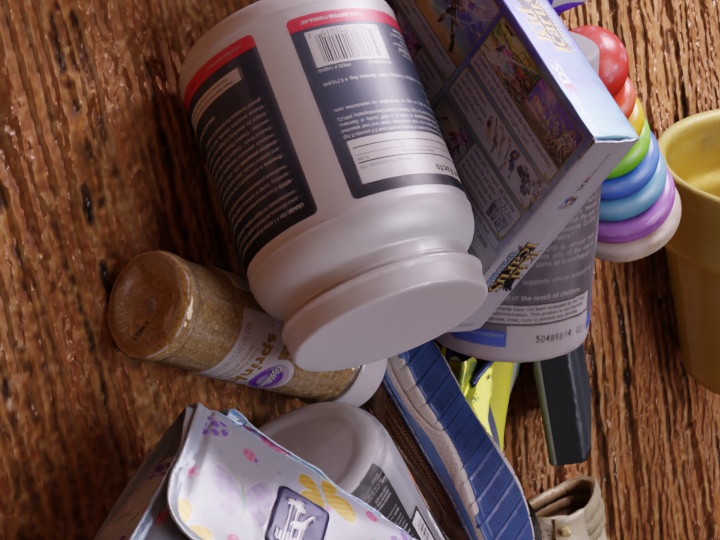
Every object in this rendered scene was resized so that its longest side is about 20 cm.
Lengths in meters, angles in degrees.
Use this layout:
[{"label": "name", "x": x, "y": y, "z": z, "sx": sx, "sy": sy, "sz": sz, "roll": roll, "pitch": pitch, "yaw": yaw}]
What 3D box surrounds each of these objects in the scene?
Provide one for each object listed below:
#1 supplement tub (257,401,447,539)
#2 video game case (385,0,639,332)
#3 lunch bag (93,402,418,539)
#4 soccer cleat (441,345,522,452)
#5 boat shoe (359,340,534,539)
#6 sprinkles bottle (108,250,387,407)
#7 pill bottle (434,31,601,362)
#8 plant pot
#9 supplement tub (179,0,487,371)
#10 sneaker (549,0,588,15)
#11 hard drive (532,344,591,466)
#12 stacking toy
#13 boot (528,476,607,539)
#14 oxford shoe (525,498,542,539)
[{"label": "supplement tub", "x": -0.002, "y": 0.192, "z": 1.527, "sx": 0.123, "sy": 0.122, "sz": 0.200, "roll": -55, "pitch": 132, "yaw": -35}, {"label": "video game case", "x": 0.062, "y": -0.096, "z": 1.481, "sx": 0.045, "sy": 0.181, "sz": 0.200, "roll": -5, "pitch": 55, "yaw": -40}, {"label": "lunch bag", "x": -0.076, "y": 0.194, "z": 1.365, "sx": 0.169, "sy": 0.127, "sz": 0.200, "roll": 37, "pitch": 70, "yaw": -13}, {"label": "soccer cleat", "x": 0.071, "y": 0.101, "z": 1.661, "sx": 0.084, "sy": 0.065, "sz": 0.201, "roll": 57, "pitch": 41, "yaw": -58}, {"label": "boat shoe", "x": 0.050, "y": 0.133, "z": 1.593, "sx": 0.200, "sy": 0.072, "sz": 0.072, "roll": 64, "pitch": 31, "yaw": -7}, {"label": "sprinkles bottle", "x": -0.067, "y": 0.039, "z": 1.483, "sx": 0.200, "sy": 0.068, "sz": 0.068, "roll": 18, "pitch": 77, "yaw": -51}, {"label": "pill bottle", "x": 0.101, "y": -0.052, "z": 1.569, "sx": 0.114, "sy": 0.114, "sz": 0.201, "roll": -24, "pitch": 124, "yaw": -49}, {"label": "plant pot", "x": 0.326, "y": -0.006, "z": 1.906, "sx": 0.201, "sy": 0.200, "sz": 0.189, "roll": -35, "pitch": 133, "yaw": -46}, {"label": "supplement tub", "x": -0.016, "y": -0.055, "z": 1.433, "sx": 0.140, "sy": 0.140, "sz": 0.200, "roll": 4, "pitch": 60, "yaw": -52}, {"label": "sneaker", "x": 0.087, "y": -0.159, "z": 1.608, "sx": 0.081, "sy": 0.146, "sz": 0.201, "roll": 6, "pitch": 86, "yaw": -57}, {"label": "hard drive", "x": 0.137, "y": 0.023, "z": 1.725, "sx": 0.140, "sy": 0.033, "sz": 0.201, "roll": -72, "pitch": 153, "yaw": -73}, {"label": "stacking toy", "x": 0.172, "y": -0.095, "z": 1.668, "sx": 0.086, "sy": 0.085, "sz": 0.200, "roll": -63, "pitch": 154, "yaw": -29}, {"label": "boot", "x": 0.135, "y": 0.254, "z": 1.749, "sx": 0.200, "sy": 0.073, "sz": 0.156, "roll": -35, "pitch": 119, "yaw": -48}, {"label": "oxford shoe", "x": 0.107, "y": 0.231, "z": 1.651, "sx": 0.200, "sy": 0.071, "sz": 0.071, "roll": -97, "pitch": -173, "yaw": -63}]
